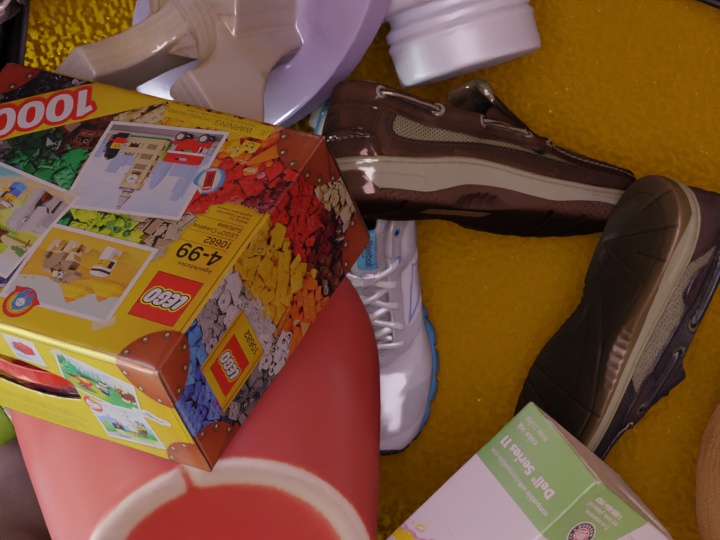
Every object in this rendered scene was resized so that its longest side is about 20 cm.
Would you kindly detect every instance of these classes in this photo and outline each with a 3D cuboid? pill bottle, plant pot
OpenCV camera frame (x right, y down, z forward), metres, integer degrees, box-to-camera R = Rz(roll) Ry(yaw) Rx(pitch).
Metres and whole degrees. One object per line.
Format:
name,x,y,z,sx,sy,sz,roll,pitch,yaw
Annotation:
pill bottle,0.030,-0.201,1.542,0.109,0.109,0.201,-16,91,3
plant pot,-0.073,0.100,1.462,0.200,0.178,0.201,-5,122,-7

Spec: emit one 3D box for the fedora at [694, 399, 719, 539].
fedora,0.266,0.112,1.554,0.200,0.082,0.202,0,87,-1

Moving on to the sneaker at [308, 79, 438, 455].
sneaker,0.000,0.000,1.561,0.075,0.087,0.201,-6,93,1

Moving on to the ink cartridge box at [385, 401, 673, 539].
ink cartridge box,0.055,0.173,1.503,0.200,0.117,0.067,-44,52,5

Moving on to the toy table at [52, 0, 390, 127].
toy table,-0.078,-0.134,1.499,0.184,0.117,0.200,47,124,21

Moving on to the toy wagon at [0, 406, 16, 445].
toy wagon,-0.141,0.029,1.572,0.155,0.040,0.200,-33,90,-12

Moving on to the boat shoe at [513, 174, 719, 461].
boat shoe,0.141,0.043,1.549,0.066,0.072,0.201,8,119,-30

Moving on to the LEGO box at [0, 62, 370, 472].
LEGO box,-0.120,-0.006,1.401,0.199,0.077,0.149,14,56,34

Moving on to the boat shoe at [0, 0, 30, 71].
boat shoe,-0.186,-0.109,1.484,0.057,0.067,0.201,25,125,19

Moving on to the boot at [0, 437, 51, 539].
boot,-0.165,0.165,1.541,0.070,0.146,0.200,-30,89,5

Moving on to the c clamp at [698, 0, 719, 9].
c clamp,0.172,-0.187,1.498,0.200,0.171,0.027,22,67,32

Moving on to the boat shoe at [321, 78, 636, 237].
boat shoe,0.067,-0.063,1.524,0.202,0.075,0.075,6,78,-40
